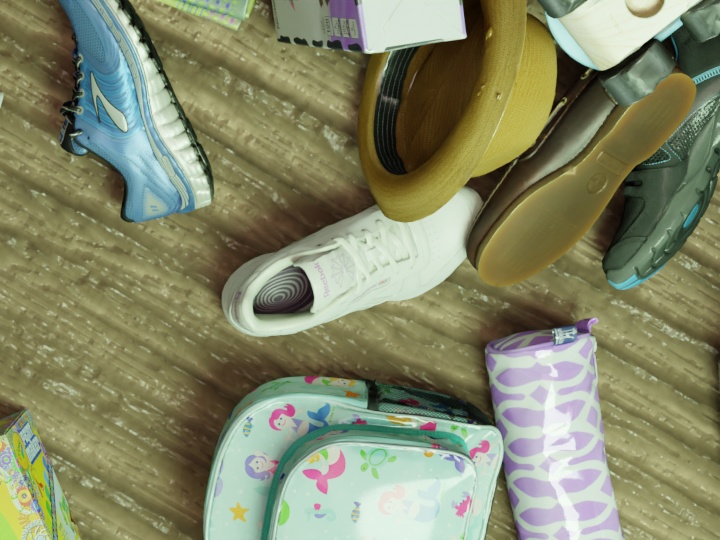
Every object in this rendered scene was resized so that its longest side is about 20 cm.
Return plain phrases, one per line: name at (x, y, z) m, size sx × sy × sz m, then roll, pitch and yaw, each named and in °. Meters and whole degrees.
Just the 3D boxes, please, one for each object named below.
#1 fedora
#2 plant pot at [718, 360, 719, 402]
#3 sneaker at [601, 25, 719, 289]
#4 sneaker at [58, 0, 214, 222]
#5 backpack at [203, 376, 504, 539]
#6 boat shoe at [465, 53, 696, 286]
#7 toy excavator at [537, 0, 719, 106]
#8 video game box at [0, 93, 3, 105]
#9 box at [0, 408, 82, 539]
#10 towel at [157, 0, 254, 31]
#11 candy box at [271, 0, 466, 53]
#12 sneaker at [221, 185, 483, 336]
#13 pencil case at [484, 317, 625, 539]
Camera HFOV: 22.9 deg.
fedora at (0.074, -0.123, 1.212) m, size 0.082 × 0.200 × 0.201 m, roll 13°, pitch 94°, yaw -30°
plant pot at (0.353, 0.123, 1.223) m, size 0.199 × 0.200 × 0.178 m, roll -23°, pitch 97°, yaw -1°
sneaker at (0.219, -0.082, 1.275) m, size 0.082 × 0.073 × 0.200 m, roll 30°, pitch 90°, yaw 16°
sneaker at (-0.177, -0.122, 1.229) m, size 0.089 × 0.079 × 0.201 m, roll -24°, pitch 101°, yaw 0°
backpack at (-0.011, 0.166, 1.237) m, size 0.199 × 0.151 × 0.178 m, roll 13°, pitch 97°, yaw 1°
boat shoe at (0.145, -0.077, 1.241) m, size 0.200 × 0.070 × 0.070 m, roll -45°, pitch 136°, yaw 8°
toy excavator at (0.206, -0.225, 1.203) m, size 0.194 × 0.200 × 0.100 m, roll -38°, pitch 106°, yaw 14°
video game box at (-0.366, -0.061, 1.241) m, size 0.182 × 0.047 × 0.201 m, roll 20°, pitch 94°, yaw -3°
box at (-0.293, 0.227, 1.232) m, size 0.199 × 0.122 × 0.193 m, roll -23°, pitch 95°, yaw -2°
towel at (-0.113, -0.286, 1.250) m, size 0.143 × 0.023 × 0.201 m, roll 20°, pitch 93°, yaw -6°
candy box at (-0.008, -0.232, 1.160) m, size 0.071 × 0.200 × 0.168 m, roll -12°, pitch 102°, yaw -16°
sneaker at (0.000, 0.000, 1.243) m, size 0.199 × 0.100 × 0.075 m, roll -25°, pitch 95°, yaw -3°
pencil case at (0.144, 0.134, 1.276) m, size 0.085 × 0.084 × 0.201 m, roll -12°, pitch 97°, yaw -27°
